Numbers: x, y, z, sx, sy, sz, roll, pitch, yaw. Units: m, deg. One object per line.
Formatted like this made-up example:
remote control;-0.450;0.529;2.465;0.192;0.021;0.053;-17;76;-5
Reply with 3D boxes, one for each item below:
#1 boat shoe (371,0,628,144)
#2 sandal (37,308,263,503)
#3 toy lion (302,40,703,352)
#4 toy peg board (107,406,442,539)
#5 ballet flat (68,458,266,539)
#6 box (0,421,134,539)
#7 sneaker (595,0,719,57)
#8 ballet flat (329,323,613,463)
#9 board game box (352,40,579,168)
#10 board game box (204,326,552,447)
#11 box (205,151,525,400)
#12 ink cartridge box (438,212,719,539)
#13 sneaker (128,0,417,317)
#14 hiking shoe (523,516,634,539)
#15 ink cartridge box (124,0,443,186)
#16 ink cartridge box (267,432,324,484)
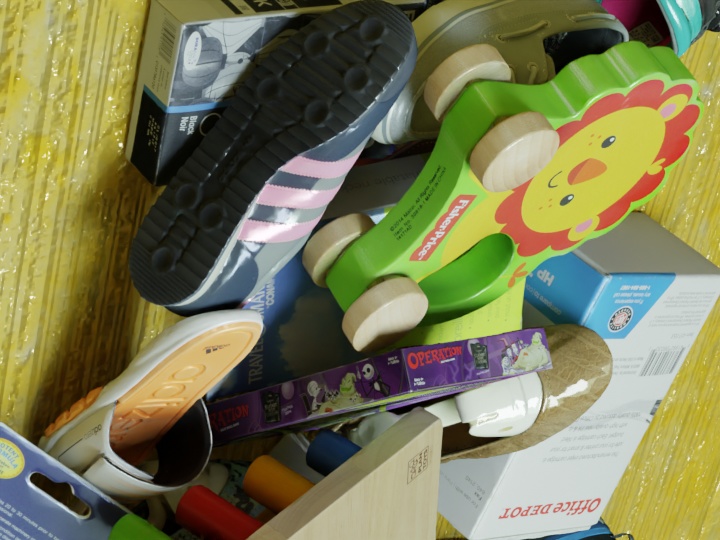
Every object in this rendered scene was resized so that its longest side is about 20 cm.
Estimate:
boat shoe;0.081;-0.113;1.261;0.200;0.071;0.071;-30;141;-44
sandal;-0.114;0.089;1.243;0.079;0.060;0.207;-4;155;-35
toy lion;0.091;-0.045;1.237;0.191;0.069;0.200;0;137;-47
toy peg board;-0.055;0.185;1.295;0.199;0.097;0.201;-35;142;-38
ballet flat;-0.130;0.153;1.339;0.199;0.074;0.075;-33;138;-22
box;-0.221;0.185;1.267;0.121;0.032;0.200;37;98;-20
sneaker;0.202;-0.161;1.354;0.121;0.084;0.200;-44;140;-1
ballet flat;0.057;0.085;1.375;0.199;0.068;0.072;-19;174;32
board game box;0.070;-0.064;1.368;0.199;0.019;0.103;-32;136;-17
board game box;-0.002;0.070;1.297;0.119;0.199;0.033;-1;77;-45
box;0.000;0.000;1.310;0.198;0.048;0.123;-11;131;-16
ink cartridge box;0.130;0.067;1.463;0.146;0.086;0.201;0;123;-50
sneaker;-0.037;-0.056;1.199;0.200;0.070;0.082;-46;152;7
hiking shoe;0.113;0.246;1.601;0.074;0.087;0.201;7;117;-43
ink cartridge box;-0.029;-0.107;1.234;0.199;0.039;0.100;-12;128;-35
ink cartridge box;-0.057;0.223;1.439;0.200;0.086;0.148;-46;139;1
